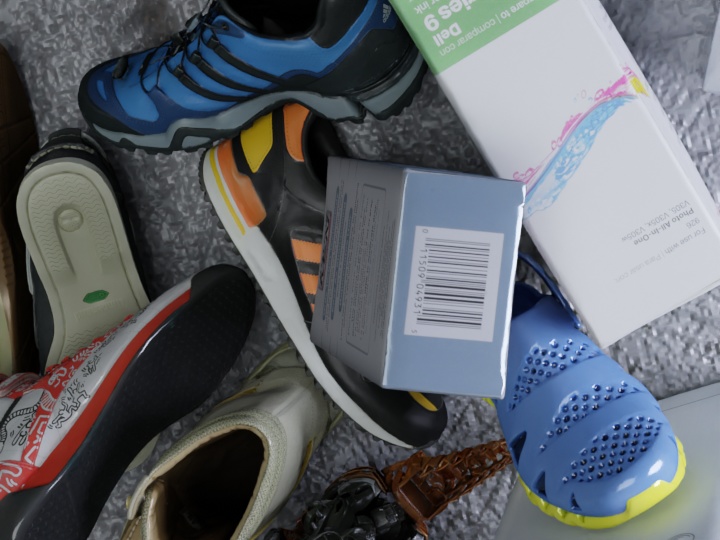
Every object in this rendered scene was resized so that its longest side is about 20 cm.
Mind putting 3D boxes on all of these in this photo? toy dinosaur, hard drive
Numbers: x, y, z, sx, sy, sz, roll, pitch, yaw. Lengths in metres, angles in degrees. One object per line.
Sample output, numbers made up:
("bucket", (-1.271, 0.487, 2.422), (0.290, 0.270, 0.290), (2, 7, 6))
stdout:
("toy dinosaur", (-0.006, 0.143, 1.289), (0.102, 0.136, 0.200), (30, 118, -3))
("hard drive", (0.132, 0.118, 1.209), (0.132, 0.200, 0.027), (-18, 106, 19))

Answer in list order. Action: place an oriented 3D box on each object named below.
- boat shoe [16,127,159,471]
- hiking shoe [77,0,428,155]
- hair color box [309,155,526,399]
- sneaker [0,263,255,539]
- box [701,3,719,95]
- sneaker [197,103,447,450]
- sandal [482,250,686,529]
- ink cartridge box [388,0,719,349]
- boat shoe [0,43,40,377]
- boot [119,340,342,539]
("boat shoe", (-0.147, 0.019, 1.343), (0.072, 0.068, 0.201), (-10, 116, -5))
("hiking shoe", (-0.065, -0.119, 1.254), (0.199, 0.075, 0.087), (-9, 134, 23))
("hair color box", (0.024, -0.001, 1.164), (0.060, 0.200, 0.099), (6, 93, -11))
("sneaker", (-0.152, 0.062, 1.289), (0.108, 0.067, 0.202), (24, 70, 40))
("box", (0.281, -0.142, 1.186), (0.199, 0.041, 0.156), (14, 108, 11))
("sneaker", (0.000, 0.000, 1.286), (0.090, 0.070, 0.200), (-34, 91, 23))
("sandal", (0.091, 0.052, 1.205), (0.079, 0.200, 0.087), (-33, 128, -7))
("ink cartridge box", (0.103, -0.073, 1.193), (0.087, 0.145, 0.200), (-32, 94, 9))
("boat shoe", (-0.216, -0.027, 1.340), (0.062, 0.073, 0.201), (2, 105, 13))
("boot", (-0.089, 0.132, 1.300), (0.072, 0.155, 0.200), (40, 111, 2))
